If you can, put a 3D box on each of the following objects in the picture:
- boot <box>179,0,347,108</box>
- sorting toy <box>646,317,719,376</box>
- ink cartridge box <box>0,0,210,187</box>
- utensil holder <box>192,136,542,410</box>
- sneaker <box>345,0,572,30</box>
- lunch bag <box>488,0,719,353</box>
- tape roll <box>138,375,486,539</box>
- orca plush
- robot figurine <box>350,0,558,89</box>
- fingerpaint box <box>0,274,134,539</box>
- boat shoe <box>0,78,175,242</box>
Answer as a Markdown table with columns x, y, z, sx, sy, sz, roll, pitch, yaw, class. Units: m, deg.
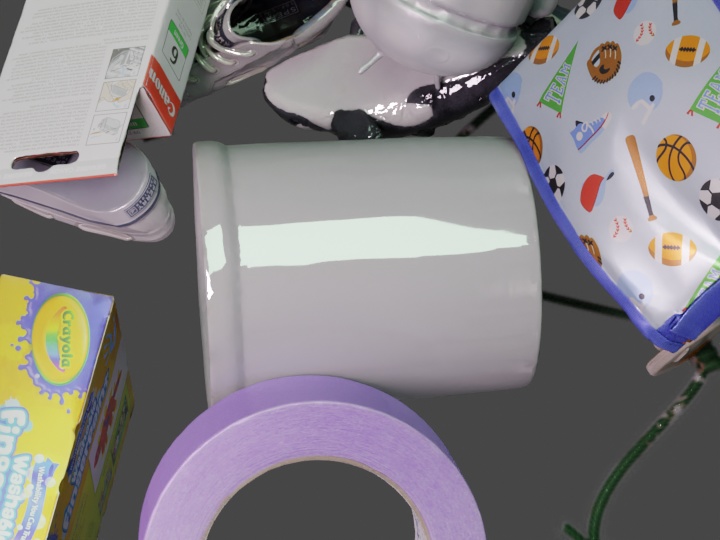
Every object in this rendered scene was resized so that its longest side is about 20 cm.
| x | y | z | sx | sy | sz | roll | pitch | yaw | class |
| --- | --- | --- | --- | --- | --- | --- | --- | --- | --- |
| -0.102 | -0.155 | 1.401 | 0.199 | 0.096 | 0.074 | -28 | 92 | -14 | boot |
| 0.235 | -0.063 | 1.323 | 0.106 | 0.180 | 0.201 | -1 | 64 | -31 | sorting toy |
| -0.167 | -0.119 | 1.330 | 0.108 | 0.050 | 0.201 | -4 | 52 | 21 | ink cartridge box |
| 0.000 | 0.000 | 1.306 | 0.199 | 0.170 | 0.171 | -4 | 66 | -7 | utensil holder |
| 0.065 | -0.210 | 1.452 | 0.199 | 0.078 | 0.087 | 24 | 64 | 9 | sneaker |
| 0.195 | -0.075 | 1.233 | 0.123 | 0.170 | 0.200 | 17 | 36 | -39 | lunch bag |
| -0.029 | 0.165 | 1.228 | 0.199 | 0.066 | 0.201 | -1 | 101 | -7 | tape roll |
| 0.039 | -0.123 | 1.414 | 0.199 | 0.071 | 0.106 | -21 | 56 | 11 | orca plush |
| 0.064 | -0.205 | 1.304 | 0.169 | 0.201 | 0.113 | 13 | 22 | -31 | robot figurine |
| -0.195 | 0.129 | 1.239 | 0.073 | 0.167 | 0.201 | 11 | 66 | 3 | fingerpaint box |
| -0.205 | -0.065 | 1.382 | 0.200 | 0.065 | 0.074 | 28 | 74 | 33 | boat shoe |
